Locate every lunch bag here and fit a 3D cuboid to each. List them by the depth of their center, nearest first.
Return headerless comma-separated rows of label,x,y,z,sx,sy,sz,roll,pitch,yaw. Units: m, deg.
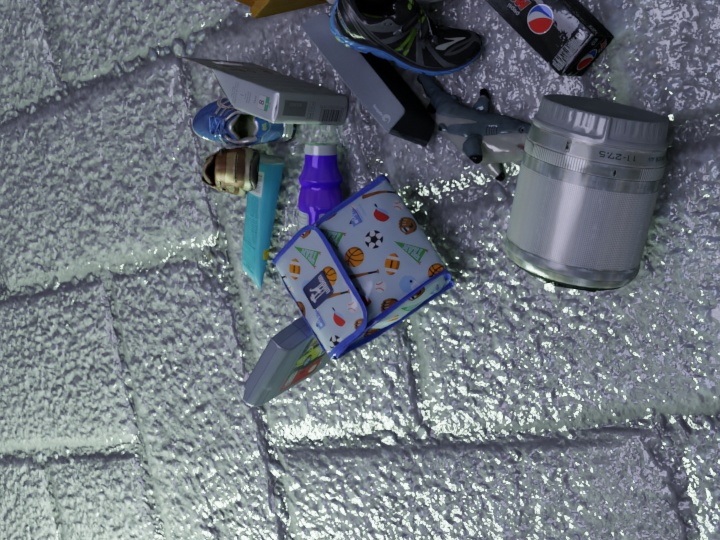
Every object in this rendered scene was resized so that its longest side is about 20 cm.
lunch bag,0.000,0.000,1.309,0.199,0.124,0.171,-33,74,3

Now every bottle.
bottle,-0.058,-0.082,1.411,0.084,0.064,0.203,-134,44,-74

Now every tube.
tube,-0.157,-0.077,1.509,0.077,0.050,0.202,-133,49,-56

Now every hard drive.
hard drive,0.015,-0.255,1.289,0.042,0.134,0.201,-44,69,19

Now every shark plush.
shark plush,0.149,-0.196,1.264,0.084,0.091,0.200,-51,47,11

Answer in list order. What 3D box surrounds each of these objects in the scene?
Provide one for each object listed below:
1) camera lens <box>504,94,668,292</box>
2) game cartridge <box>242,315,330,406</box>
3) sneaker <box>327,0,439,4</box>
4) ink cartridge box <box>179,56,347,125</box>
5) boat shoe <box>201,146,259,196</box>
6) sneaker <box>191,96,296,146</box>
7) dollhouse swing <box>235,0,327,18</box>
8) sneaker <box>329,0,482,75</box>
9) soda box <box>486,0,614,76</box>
camera lens,0.258,-0.088,1.118,0.159,0.159,0.202,21,111,32
game cartridge,-0.080,0.110,1.391,0.041,0.199,0.134,37,120,17
sneaker,0.044,-0.370,1.260,0.198,0.080,0.077,10,133,41
ink cartridge box,-0.140,-0.256,1.387,0.199,0.160,0.051,23,109,32
boat shoe,-0.201,-0.153,1.454,0.200,0.073,0.077,179,94,-74
sneaker,-0.192,-0.229,1.485,0.198,0.077,0.077,4,103,38
dollhouse swing,-0.102,-0.488,1.315,0.201,0.180,0.176,60,147,12
sneaker,0.061,-0.305,1.223,0.197,0.071,0.083,15,139,-7
soda box,0.206,-0.323,1.165,0.201,0.070,0.063,51,123,17
